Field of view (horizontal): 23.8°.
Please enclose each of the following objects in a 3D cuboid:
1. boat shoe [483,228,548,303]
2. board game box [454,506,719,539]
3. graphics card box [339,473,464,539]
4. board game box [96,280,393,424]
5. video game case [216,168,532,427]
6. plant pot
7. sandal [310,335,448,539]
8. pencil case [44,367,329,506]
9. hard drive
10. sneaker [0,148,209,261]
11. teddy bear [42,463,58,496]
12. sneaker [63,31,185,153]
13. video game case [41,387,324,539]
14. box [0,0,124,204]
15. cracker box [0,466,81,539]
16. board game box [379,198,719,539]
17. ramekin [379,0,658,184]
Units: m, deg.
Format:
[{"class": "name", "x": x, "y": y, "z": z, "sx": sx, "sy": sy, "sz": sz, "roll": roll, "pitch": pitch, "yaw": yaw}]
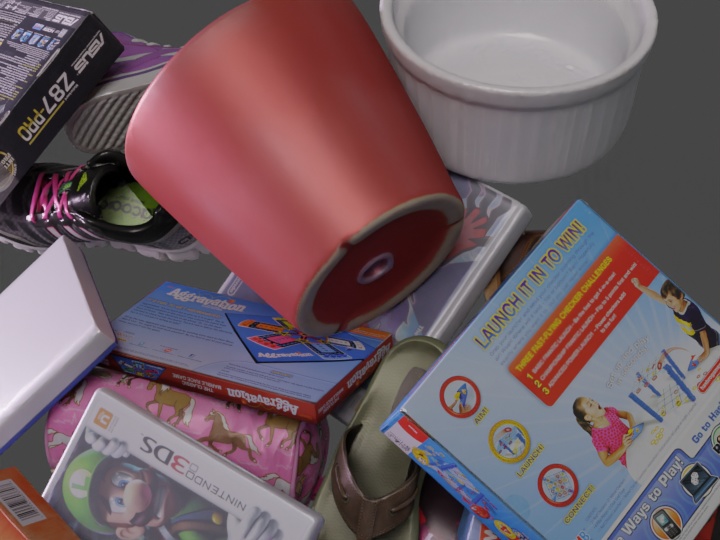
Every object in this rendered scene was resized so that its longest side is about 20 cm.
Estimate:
[{"class": "boat shoe", "x": 0.124, "y": 0.061, "z": 1.208, "sx": 0.070, "sy": 0.070, "sz": 0.201, "roll": -4, "pitch": 67, "yaw": 14}, {"class": "board game box", "x": 0.167, "y": 0.176, "z": 1.136, "sx": 0.199, "sy": 0.037, "sz": 0.152, "roll": 20, "pitch": 71, "yaw": -7}, {"class": "graphics card box", "x": 0.008, "y": 0.216, "z": 1.176, "sx": 0.199, "sy": 0.051, "sz": 0.126, "roll": -26, "pitch": 66, "yaw": -1}, {"class": "board game box", "x": -0.088, "y": 0.055, "z": 1.205, "sx": 0.199, "sy": 0.020, "sz": 0.103, "roll": 12, "pitch": 33, "yaw": 30}, {"class": "video game case", "x": 0.000, "y": 0.000, "z": 1.248, "sx": 0.182, "sy": 0.023, "sz": 0.200, "roll": 30, "pitch": 82, "yaw": 32}, {"class": "plant pot", "x": -0.034, "y": -0.065, "z": 1.180, "sx": 0.200, "sy": 0.201, "sz": 0.178, "roll": -35, "pitch": 68, "yaw": -6}, {"class": "sandal", "x": 0.010, "y": 0.136, "z": 1.145, "sx": 0.079, "sy": 0.057, "sz": 0.202, "roll": 14, "pitch": 80, "yaw": 15}, {"class": "pencil case", "x": -0.121, "y": 0.120, "z": 1.211, "sx": 0.199, "sy": 0.087, "sz": 0.083, "roll": 7, "pitch": 84, "yaw": 15}, {"class": "hard drive", "x": -0.266, "y": 0.079, "z": 1.233, "sx": 0.200, "sy": 0.025, "sz": 0.132, "roll": -42, "pitch": 37, "yaw": 8}, {"class": "sneaker", "x": -0.209, "y": -0.056, "z": 1.302, "sx": 0.199, "sy": 0.088, "sz": 0.074, "roll": 8, "pitch": 69, "yaw": 12}, {"class": "teddy bear", "x": -0.168, "y": 0.225, "z": 1.183, "sx": 0.200, "sy": 0.067, "sz": 0.145, "roll": 33, "pitch": 96, "yaw": 16}, {"class": "sneaker", "x": -0.144, "y": -0.161, "z": 1.346, "sx": 0.199, "sy": 0.073, "sz": 0.114, "roll": -9, "pitch": 37, "yaw": -14}, {"class": "video game case", "x": -0.145, "y": 0.208, "z": 1.131, "sx": 0.181, "sy": 0.023, "sz": 0.201, "roll": 28, "pitch": 92, "yaw": 18}, {"class": "box", "x": -0.290, "y": -0.139, "z": 1.321, "sx": 0.200, "sy": 0.049, "sz": 0.161, "roll": 20, "pitch": 68, "yaw": 50}, {"class": "cracker box", "x": -0.255, "y": 0.248, "z": 1.116, "sx": 0.134, "sy": 0.058, "sz": 0.200, "roll": 44, "pitch": 105, "yaw": 14}, {"class": "board game box", "x": 0.149, "y": 0.092, "z": 1.107, "sx": 0.196, "sy": 0.056, "sz": 0.200, "roll": 42, "pitch": 67, "yaw": 2}, {"class": "ramekin", "x": 0.112, "y": -0.154, "z": 1.252, "sx": 0.199, "sy": 0.098, "sz": 0.201, "roll": 1, "pitch": 44, "yaw": -1}]
